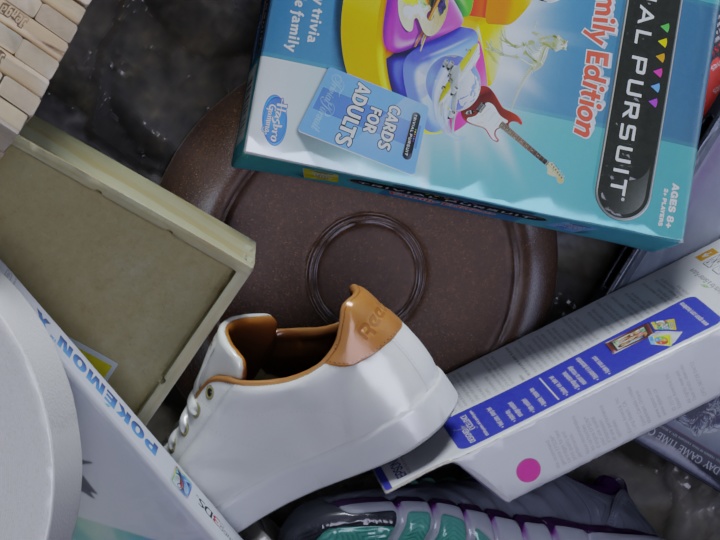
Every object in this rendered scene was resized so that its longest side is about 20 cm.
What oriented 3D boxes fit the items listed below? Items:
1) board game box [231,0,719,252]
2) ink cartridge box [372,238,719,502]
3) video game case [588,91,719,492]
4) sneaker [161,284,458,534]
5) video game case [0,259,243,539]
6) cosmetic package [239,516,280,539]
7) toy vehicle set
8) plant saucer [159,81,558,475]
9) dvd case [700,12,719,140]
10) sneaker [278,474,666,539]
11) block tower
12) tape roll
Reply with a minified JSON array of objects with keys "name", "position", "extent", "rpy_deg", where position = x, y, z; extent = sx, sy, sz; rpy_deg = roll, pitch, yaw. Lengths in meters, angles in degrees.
[{"name":"board game box","position":[0.055,-0.103,0.959],"extent":[0.198,0.047,0.152],"rpy_deg":[11,84,-9]},{"name":"ink cartridge box","position":[0.096,0.050,0.958],"extent":[0.199,0.095,0.037],"rpy_deg":[-24,107,-4]},{"name":"video game case","position":[0.196,0.004,1.025],"extent":[0.142,0.019,0.201],"rpy_deg":[30,94,-15]},{"name":"sneaker","position":[-0.059,0.066,0.953],"extent":[0.199,0.073,0.085],"rpy_deg":[-29,106,21]},{"name":"video game case","position":[-0.174,0.111,0.935],"extent":[0.199,0.022,0.183],"rpy_deg":[-31,110,21]},{"name":"cosmetic package","position":[-0.085,0.213,0.994],"extent":[0.200,0.073,0.104],"rpy_deg":[-44,106,-2]},{"name":"toy vehicle set","position":[-0.150,0.039,0.941],"extent":[0.124,0.027,0.200],"rpy_deg":[30,111,-16]},{"name":"plant saucer","position":[0.000,0.000,0.999],"extent":[0.198,0.032,0.202],"rpy_deg":[-2,99,-13]},{"name":"dvd case","position":[0.198,-0.052,1.037],"extent":[0.146,0.022,0.200],"rpy_deg":[-39,104,-3]},{"name":"sneaker","position":[0.048,0.121,0.994],"extent":[0.199,0.088,0.075],"rpy_deg":[11,119,-24]},{"name":"block tower","position":[-0.135,-0.124,0.883],"extent":[0.058,0.054,0.201],"rpy_deg":[33,54,-15]},{"name":"tape roll","position":[-0.209,0.076,0.863],"extent":[0.201,0.037,0.205],"rpy_deg":[1,95,12]}]
